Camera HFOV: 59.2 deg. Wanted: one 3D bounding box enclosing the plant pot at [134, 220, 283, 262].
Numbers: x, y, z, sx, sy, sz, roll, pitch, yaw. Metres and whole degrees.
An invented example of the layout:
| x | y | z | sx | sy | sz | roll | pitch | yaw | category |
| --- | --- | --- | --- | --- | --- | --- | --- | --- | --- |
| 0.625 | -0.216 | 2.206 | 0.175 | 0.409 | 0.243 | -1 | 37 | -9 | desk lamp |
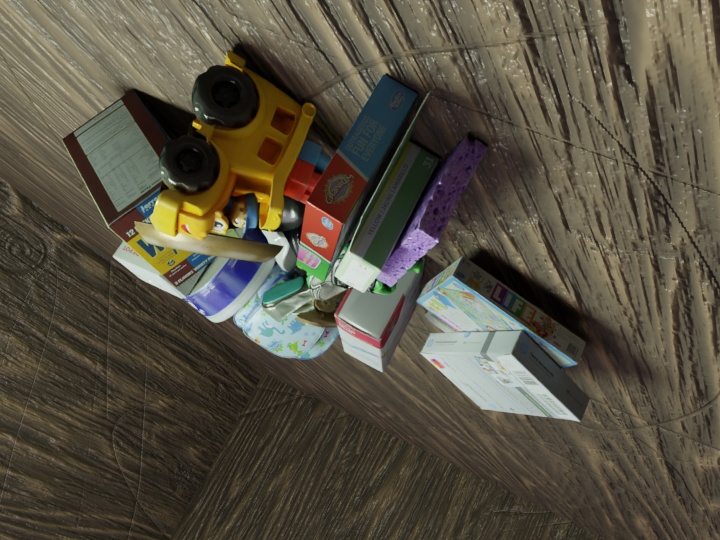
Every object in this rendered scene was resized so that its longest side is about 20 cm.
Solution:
| x | y | z | sx | sy | sz | roll | pitch | yaw | category |
| --- | --- | --- | --- | --- | --- | --- | --- | --- | --- |
| -0.201 | -0.037 | 0.847 | 0.196 | 0.028 | 0.200 | 10 | -179 | 0 | plant pot |

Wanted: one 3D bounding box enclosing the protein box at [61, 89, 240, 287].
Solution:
| x | y | z | sx | sy | sz | roll | pitch | yaw | category |
| --- | --- | --- | --- | --- | --- | --- | --- | --- | --- |
| -0.319 | -0.123 | 0.985 | 0.201 | 0.134 | 0.199 | 51 | 174 | 29 | protein box |

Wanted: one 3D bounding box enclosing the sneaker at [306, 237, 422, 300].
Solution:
| x | y | z | sx | sy | sz | roll | pitch | yaw | category |
| --- | --- | --- | --- | --- | --- | --- | --- | --- | --- |
| 0.000 | 0.000 | 0.857 | 0.077 | 0.087 | 0.199 | 0 | 159 | -46 | sneaker |

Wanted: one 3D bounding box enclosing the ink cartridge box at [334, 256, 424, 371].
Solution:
| x | y | z | sx | sy | sz | roll | pitch | yaw | category |
| --- | --- | --- | --- | --- | --- | --- | --- | --- | --- |
| 0.033 | 0.059 | 1.002 | 0.084 | 0.149 | 0.201 | 26 | 161 | 11 | ink cartridge box |

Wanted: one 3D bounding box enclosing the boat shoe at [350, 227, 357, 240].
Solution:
| x | y | z | sx | sy | sz | roll | pitch | yaw | category |
| --- | --- | --- | --- | --- | --- | --- | --- | --- | --- |
| -0.047 | -0.031 | 1.019 | 0.063 | 0.074 | 0.200 | 35 | 154 | -12 | boat shoe |

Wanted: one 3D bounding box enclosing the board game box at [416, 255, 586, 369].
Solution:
| x | y | z | sx | sy | sz | roll | pitch | yaw | category |
| --- | --- | --- | --- | --- | --- | --- | --- | --- | --- |
| 0.185 | 0.069 | 0.862 | 0.198 | 0.035 | 0.134 | 35 | 157 | -4 | board game box |

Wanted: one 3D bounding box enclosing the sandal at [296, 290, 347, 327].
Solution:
| x | y | z | sx | sy | sz | roll | pitch | yaw | category |
| --- | --- | --- | --- | --- | --- | --- | --- | --- | --- |
| -0.045 | 0.049 | 1.049 | 0.076 | 0.071 | 0.211 | 11 | -178 | 18 | sandal |

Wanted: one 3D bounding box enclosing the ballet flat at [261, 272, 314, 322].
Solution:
| x | y | z | sx | sy | sz | roll | pitch | yaw | category |
| --- | --- | --- | --- | --- | --- | --- | --- | --- | --- |
| -0.082 | 0.031 | 1.110 | 0.197 | 0.068 | 0.064 | -26 | 123 | 18 | ballet flat |

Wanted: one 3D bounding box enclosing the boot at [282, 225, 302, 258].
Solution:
| x | y | z | sx | sy | sz | roll | pitch | yaw | category |
| --- | --- | --- | --- | --- | --- | --- | --- | --- | --- |
| -0.136 | -0.098 | 0.908 | 0.160 | 0.073 | 0.201 | 10 | 132 | 35 | boot |

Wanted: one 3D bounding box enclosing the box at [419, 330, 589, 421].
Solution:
| x | y | z | sx | sy | sz | roll | pitch | yaw | category |
| --- | --- | --- | --- | --- | --- | --- | --- | --- | --- |
| 0.200 | 0.149 | 0.904 | 0.156 | 0.042 | 0.199 | 42 | 155 | -19 | box |

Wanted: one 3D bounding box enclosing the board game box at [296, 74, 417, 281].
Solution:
| x | y | z | sx | sy | sz | roll | pitch | yaw | category |
| --- | --- | --- | --- | --- | --- | --- | --- | --- | --- |
| -0.010 | -0.086 | 0.670 | 0.040 | 0.155 | 0.200 | 29 | 162 | 1 | board game box |

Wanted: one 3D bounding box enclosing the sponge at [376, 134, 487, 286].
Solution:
| x | y | z | sx | sy | sz | roll | pitch | yaw | category |
| --- | --- | --- | --- | --- | --- | --- | --- | --- | --- |
| 0.069 | -0.056 | 0.689 | 0.029 | 0.113 | 0.200 | 29 | 163 | -3 | sponge |

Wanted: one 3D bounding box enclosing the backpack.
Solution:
| x | y | z | sx | sy | sz | roll | pitch | yaw | category |
| --- | --- | --- | --- | --- | --- | --- | --- | --- | --- |
| -0.131 | 0.081 | 1.246 | 0.198 | 0.183 | 0.148 | 33 | -158 | -24 | backpack |

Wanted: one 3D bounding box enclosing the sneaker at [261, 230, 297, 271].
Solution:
| x | y | z | sx | sy | sz | roll | pitch | yaw | category |
| --- | --- | --- | --- | --- | --- | --- | --- | --- | --- |
| -0.140 | -0.076 | 1.075 | 0.088 | 0.075 | 0.201 | 37 | 160 | 21 | sneaker |

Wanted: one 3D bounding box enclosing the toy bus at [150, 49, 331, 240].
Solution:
| x | y | z | sx | sy | sz | roll | pitch | yaw | category |
| --- | --- | --- | --- | --- | --- | --- | --- | --- | --- |
| -0.123 | -0.111 | 0.729 | 0.189 | 0.203 | 0.136 | 26 | 161 | -12 | toy bus |

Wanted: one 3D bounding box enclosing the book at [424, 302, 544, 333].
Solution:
| x | y | z | sx | sy | sz | roll | pitch | yaw | category |
| --- | --- | --- | --- | --- | --- | --- | --- | --- | --- |
| 0.178 | 0.068 | 0.964 | 0.132 | 0.049 | 0.200 | 31 | 161 | 2 | book |

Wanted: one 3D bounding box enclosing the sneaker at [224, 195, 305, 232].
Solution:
| x | y | z | sx | sy | sz | roll | pitch | yaw | category |
| --- | --- | --- | --- | --- | --- | --- | --- | --- | --- |
| -0.163 | -0.080 | 0.816 | 0.196 | 0.091 | 0.077 | 7 | 117 | 20 | sneaker |

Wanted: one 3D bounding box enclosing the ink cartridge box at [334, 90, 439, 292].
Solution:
| x | y | z | sx | sy | sz | roll | pitch | yaw | category |
| --- | --- | --- | --- | --- | --- | --- | --- | --- | --- |
| 0.034 | -0.070 | 0.652 | 0.047 | 0.147 | 0.200 | 29 | 162 | -3 | ink cartridge box |

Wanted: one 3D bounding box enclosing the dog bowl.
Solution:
| x | y | z | sx | sy | sz | roll | pitch | yaw | category |
| --- | --- | --- | --- | --- | --- | --- | --- | --- | --- |
| -0.245 | -0.009 | 1.183 | 0.079 | 0.202 | 0.199 | 40 | 160 | -26 | dog bowl |

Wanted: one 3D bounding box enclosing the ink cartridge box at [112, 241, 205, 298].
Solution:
| x | y | z | sx | sy | sz | roll | pitch | yaw | category |
| --- | --- | --- | --- | --- | --- | --- | --- | --- | --- |
| -0.330 | -0.070 | 1.151 | 0.143 | 0.202 | 0.084 | 17 | 160 | 34 | ink cartridge box |
